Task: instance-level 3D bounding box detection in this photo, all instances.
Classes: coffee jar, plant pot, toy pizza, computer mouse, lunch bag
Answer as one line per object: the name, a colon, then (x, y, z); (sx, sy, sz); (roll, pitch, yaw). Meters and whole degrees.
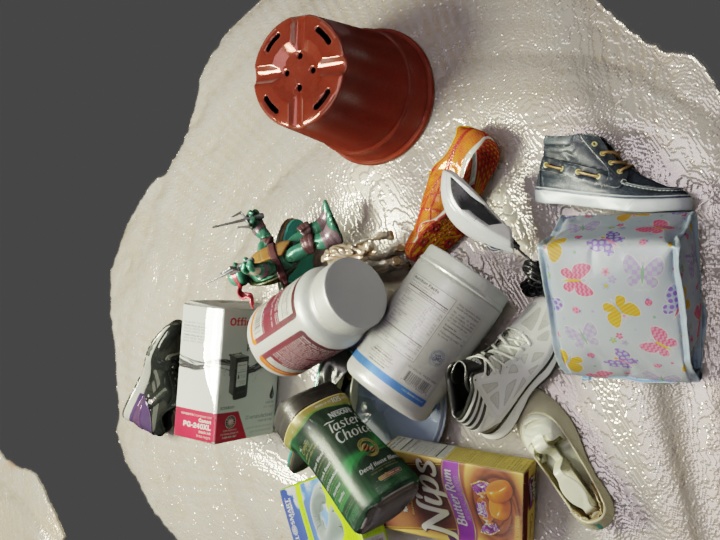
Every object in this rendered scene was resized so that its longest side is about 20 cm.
coffee jar: (-0.022, 0.237, 1.240); (0.200, 0.104, 0.085); (45, 134, 28)
plant pot: (-0.032, -0.255, 1.310); (0.200, 0.195, 0.202); (-1, 89, 32)
toy pizza: (0.038, 0.186, 1.351); (0.200, 0.032, 0.201); (-1, 88, 34)
computer mouse: (0.163, -0.045, 1.209); (0.044, 0.110, 0.200); (-43, 81, -1)
lunch bag: (0.313, 0.038, 1.126); (0.169, 0.127, 0.201); (-1, 113, 31)

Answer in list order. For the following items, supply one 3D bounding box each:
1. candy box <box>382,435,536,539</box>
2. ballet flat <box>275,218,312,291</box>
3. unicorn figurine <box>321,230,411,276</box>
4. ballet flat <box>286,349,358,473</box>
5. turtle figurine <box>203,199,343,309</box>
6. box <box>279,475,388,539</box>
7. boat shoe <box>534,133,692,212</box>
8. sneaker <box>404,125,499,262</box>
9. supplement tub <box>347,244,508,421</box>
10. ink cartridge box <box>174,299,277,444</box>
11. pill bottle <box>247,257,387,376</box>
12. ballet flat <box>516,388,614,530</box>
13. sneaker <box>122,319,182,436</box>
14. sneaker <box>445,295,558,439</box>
candy box: (0.127, 0.296, 1.255); (0.199, 0.056, 0.117); (5, 103, 28)
ballet flat: (-0.104, 0.025, 1.419); (0.068, 0.068, 0.201); (-17, 78, 45)
unicorn figurine: (0.000, 0.000, 1.332); (0.137, 0.200, 0.074); (-18, 56, 13)
ballet flat: (-0.047, 0.207, 1.350); (0.068, 0.068, 0.201); (21, 100, 22)
turtle figurine: (-0.125, -0.029, 1.337); (0.199, 0.101, 0.150); (-24, 39, 0)
box: (-0.046, 0.351, 1.350); (0.200, 0.048, 0.122); (-33, 71, 50)
boat shoe: (0.308, -0.120, 1.164); (0.200, 0.071, 0.091); (9, 97, 34)
sneaker: (0.119, -0.101, 1.298); (0.200, 0.073, 0.077); (-59, 41, 11)
supplement tub: (0.086, 0.082, 1.239); (0.132, 0.132, 0.200); (35, 90, 28)
ink cartridge box: (-0.197, 0.148, 1.432); (0.083, 0.145, 0.201); (6, 92, 33)
pill bottle: (-0.058, 0.062, 1.265); (0.200, 0.114, 0.115); (-33, 71, 50)
ballet flat: (0.250, 0.234, 1.196); (0.069, 0.069, 0.200); (-42, 68, 24)
sneaker: (-0.311, 0.178, 1.560); (0.087, 0.076, 0.200); (29, 108, 14)
sneaker: (0.180, 0.113, 1.195); (0.076, 0.115, 0.201); (28, 90, 45)
